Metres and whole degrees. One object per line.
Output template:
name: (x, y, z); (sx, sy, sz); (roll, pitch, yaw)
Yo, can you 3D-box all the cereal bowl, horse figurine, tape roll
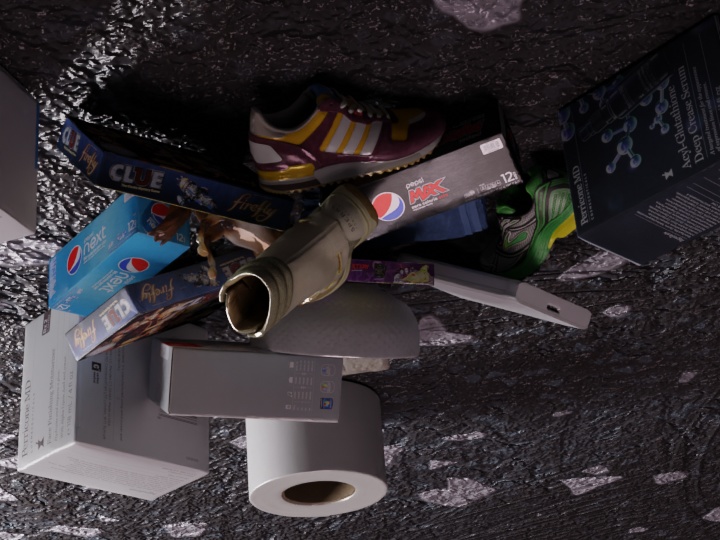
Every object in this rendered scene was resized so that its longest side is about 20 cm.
cereal bowl: (-0.028, 0.054, 1.612); (0.198, 0.084, 0.200); (4, 180, 0)
horse figurine: (-0.129, -0.034, 1.480); (0.199, 0.133, 0.050); (26, 128, -29)
tape roll: (-0.065, 0.259, 2.005); (0.201, 0.140, 0.203); (-4, 153, -2)

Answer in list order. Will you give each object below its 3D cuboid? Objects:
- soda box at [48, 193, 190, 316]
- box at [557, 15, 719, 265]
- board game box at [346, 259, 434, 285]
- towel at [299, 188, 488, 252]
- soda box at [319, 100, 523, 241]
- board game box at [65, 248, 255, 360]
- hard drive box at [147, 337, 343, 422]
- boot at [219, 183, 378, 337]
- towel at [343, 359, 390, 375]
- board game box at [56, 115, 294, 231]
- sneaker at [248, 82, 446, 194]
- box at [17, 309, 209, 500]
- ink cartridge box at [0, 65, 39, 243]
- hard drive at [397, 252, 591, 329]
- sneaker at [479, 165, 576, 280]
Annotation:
soda box: (-0.268, -0.018, 1.524); (0.067, 0.065, 0.200); (16, 146, -36)
box: (0.305, -0.121, 1.337); (0.107, 0.150, 0.199); (19, 144, -38)
board game box: (0.000, 0.000, 1.547); (0.119, 0.033, 0.200); (-1, -179, -13)
towel: (0.037, -0.065, 1.504); (0.198, 0.049, 0.112); (-9, 154, 6)
soda box: (0.059, -0.096, 1.390); (0.199, 0.071, 0.064); (-20, 123, 14)
board game box: (-0.214, 0.036, 1.554); (0.199, 0.035, 0.135); (-20, 169, -46)
hard drive box: (-0.136, 0.126, 1.610); (0.198, 0.078, 0.156); (4, -179, -18)
boot: (-0.073, 0.010, 1.346); (0.155, 0.072, 0.200); (-42, 175, -30)
towel: (-0.033, 0.085, 1.796); (0.131, 0.035, 0.200); (-8, 151, 2)
board game box: (-0.179, -0.094, 1.339); (0.199, 0.035, 0.135); (13, -168, -32)
sneaker: (-0.010, -0.140, 1.329); (0.199, 0.075, 0.091); (-19, 117, -18)
box: (-0.300, 0.157, 1.704); (0.199, 0.200, 0.130); (20, 144, -39)
ink cartridge box: (-0.414, -0.102, 1.252); (0.198, 0.148, 0.146); (-13, 152, 17)
hard drive: (0.151, 0.023, 1.603); (0.131, 0.026, 0.199); (22, 175, -40)
sneaker: (0.180, -0.059, 1.531); (0.085, 0.078, 0.200); (19, 144, -12)
